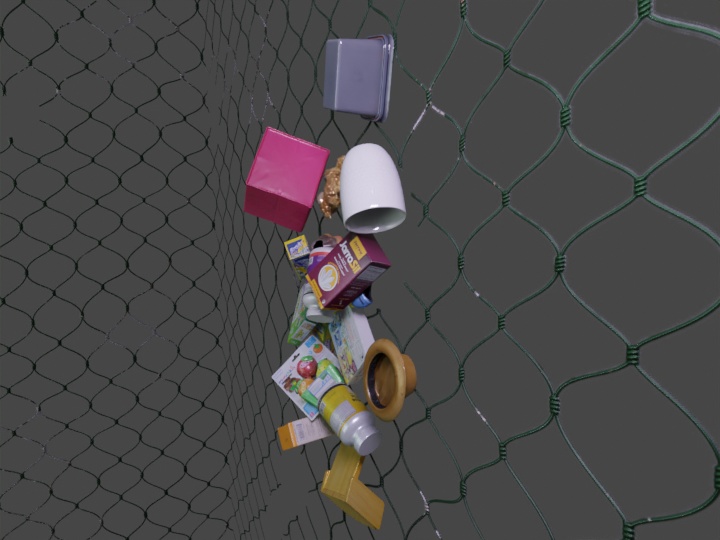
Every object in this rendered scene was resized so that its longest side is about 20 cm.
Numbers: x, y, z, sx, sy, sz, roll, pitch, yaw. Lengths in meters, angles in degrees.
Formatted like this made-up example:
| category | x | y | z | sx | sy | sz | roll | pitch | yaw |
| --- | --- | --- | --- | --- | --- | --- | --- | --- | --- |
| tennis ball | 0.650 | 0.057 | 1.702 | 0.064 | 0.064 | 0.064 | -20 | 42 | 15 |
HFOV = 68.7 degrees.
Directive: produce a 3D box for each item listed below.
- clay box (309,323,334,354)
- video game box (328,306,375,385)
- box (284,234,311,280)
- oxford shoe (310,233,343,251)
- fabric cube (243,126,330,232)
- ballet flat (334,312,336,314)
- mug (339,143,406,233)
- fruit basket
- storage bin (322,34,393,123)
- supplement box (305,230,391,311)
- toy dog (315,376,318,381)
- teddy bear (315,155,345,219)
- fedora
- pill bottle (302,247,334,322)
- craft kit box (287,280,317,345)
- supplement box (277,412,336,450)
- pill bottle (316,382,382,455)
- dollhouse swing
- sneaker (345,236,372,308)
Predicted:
| category | x | y | z | sx | sy | sz | roll | pitch | yaw |
| --- | --- | --- | --- | --- | --- | --- | --- | --- | --- |
| clay box | -0.126 | 0.218 | 1.713 | 0.115 | 0.047 | 0.202 | 39 | 129 | 56 |
| video game box | -0.024 | 0.198 | 1.505 | 0.183 | 0.046 | 0.201 | -57 | 45 | 48 |
| box | -0.183 | -0.037 | 1.665 | 0.200 | 0.070 | 0.065 | 80 | 169 | -71 |
| oxford shoe | -0.122 | -0.078 | 1.622 | 0.200 | 0.072 | 0.072 | -5 | 90 | 64 |
| fabric cube | -0.220 | -0.262 | 1.555 | 0.199 | 0.199 | 0.198 | 131 | 157 | -68 |
| ballet flat | -0.096 | 0.058 | 1.602 | 0.067 | 0.067 | 0.202 | 5 | 99 | 64 |
| mug | 0.025 | -0.188 | 1.253 | 0.200 | 0.146 | 0.177 | 68 | -166 | -71 |
| fruit basket | -0.148 | 0.317 | 1.595 | 0.200 | 0.185 | 0.094 | 41 | 169 | 23 |
| storage bin | -0.017 | -0.468 | 1.273 | 0.145 | 0.133 | 0.202 | 37 | 126 | 56 |
| supplement box | -0.034 | 0.001 | 1.347 | 0.200 | 0.085 | 0.111 | -43 | 60 | 26 |
| toy dog | -0.148 | 0.401 | 1.695 | 0.132 | 0.096 | 0.201 | 46 | 139 | 18 |
| teddy bear | -0.078 | -0.238 | 1.513 | 0.200 | 0.066 | 0.146 | -30 | 65 | 61 |
| fedora | 0.079 | 0.261 | 1.269 | 0.200 | 0.081 | 0.203 | -1 | 89 | 61 |
| pill bottle | -0.102 | 0.042 | 1.504 | 0.112 | 0.112 | 0.202 | 145 | 136 | -60 |
| craft kit box | -0.170 | 0.116 | 1.701 | 0.198 | 0.048 | 0.201 | 126 | 158 | -55 |
| supplement box | -0.139 | 0.482 | 1.616 | 0.126 | 0.199 | 0.074 | -43 | 60 | 57 |
| pill bottle | -0.028 | 0.413 | 1.467 | 0.200 | 0.111 | 0.113 | 40 | 130 | 42 |
| dollhouse swing | 0.001 | 0.613 | 1.544 | 0.182 | 0.176 | 0.200 | 43 | 152 | -9 |
| sneaker | 0.000 | 0.000 | 1.417 | 0.078 | 0.066 | 0.202 | -16 | 74 | 39 |
